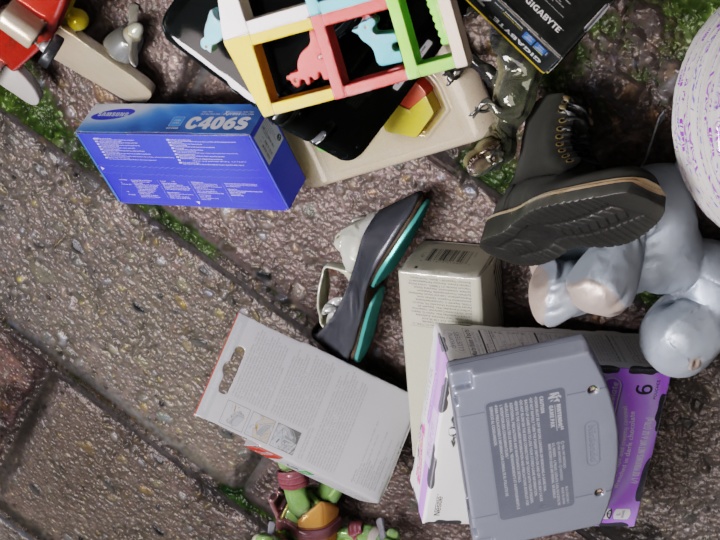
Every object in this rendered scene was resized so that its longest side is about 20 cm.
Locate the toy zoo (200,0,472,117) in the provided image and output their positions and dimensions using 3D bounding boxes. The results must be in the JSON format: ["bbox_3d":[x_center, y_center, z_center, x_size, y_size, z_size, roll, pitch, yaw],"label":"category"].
[{"bbox_3d":[-0.028,-0.193,1.046,0.199,0.020,0.132,-12,106,21],"label":"toy zoo"}]

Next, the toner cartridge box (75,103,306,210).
[{"bbox_3d":[-0.157,-0.106,1.291,0.199,0.043,0.095,4,139,30],"label":"toner cartridge box"}]

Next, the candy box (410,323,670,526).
[{"bbox_3d":[0.155,0.139,1.239,0.199,0.072,0.168,2,117,-9],"label":"candy box"}]

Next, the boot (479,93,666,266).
[{"bbox_3d":[0.168,-0.090,1.088,0.077,0.139,0.200,26,161,-25],"label":"boot"}]

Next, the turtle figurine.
[{"bbox_3d":[-0.031,0.251,1.383,0.143,0.200,0.195,2,108,6],"label":"turtle figurine"}]

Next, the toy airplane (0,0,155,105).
[{"bbox_3d":[-0.296,-0.238,1.279,0.198,0.142,0.200,17,158,27],"label":"toy airplane"}]

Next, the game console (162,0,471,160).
[{"bbox_3d":[-0.025,-0.217,1.135,0.200,0.176,0.116,-53,54,10],"label":"game console"}]

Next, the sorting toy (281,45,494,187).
[{"bbox_3d":[-0.003,-0.175,1.222,0.199,0.036,0.186,-15,108,29],"label":"sorting toy"}]

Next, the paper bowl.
[{"bbox_3d":[0.321,-0.114,1.034,0.200,0.104,0.202,-2,97,-18],"label":"paper bowl"}]

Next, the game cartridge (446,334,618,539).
[{"bbox_3d":[0.147,0.142,1.166,0.133,0.041,0.201,-9,126,1],"label":"game cartridge"}]

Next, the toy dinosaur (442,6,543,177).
[{"bbox_3d":[0.118,-0.176,1.144,0.088,0.047,0.201,27,96,24],"label":"toy dinosaur"}]

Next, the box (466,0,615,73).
[{"bbox_3d":[0.123,-0.273,1.051,0.200,0.160,0.049,43,168,-2],"label":"box"}]

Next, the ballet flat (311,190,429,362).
[{"bbox_3d":[0.000,0.000,1.294,0.073,0.073,0.200,28,126,8],"label":"ballet flat"}]

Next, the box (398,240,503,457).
[{"bbox_3d":[0.088,0.077,1.294,0.082,0.068,0.201,7,118,20],"label":"box"}]

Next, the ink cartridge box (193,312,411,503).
[{"bbox_3d":[-0.054,0.130,1.321,0.199,0.109,0.050,27,165,-16],"label":"ink cartridge box"}]

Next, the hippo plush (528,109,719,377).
[{"bbox_3d":[0.246,-0.005,1.162,0.161,0.159,0.200,38,84,-19],"label":"hippo plush"}]
